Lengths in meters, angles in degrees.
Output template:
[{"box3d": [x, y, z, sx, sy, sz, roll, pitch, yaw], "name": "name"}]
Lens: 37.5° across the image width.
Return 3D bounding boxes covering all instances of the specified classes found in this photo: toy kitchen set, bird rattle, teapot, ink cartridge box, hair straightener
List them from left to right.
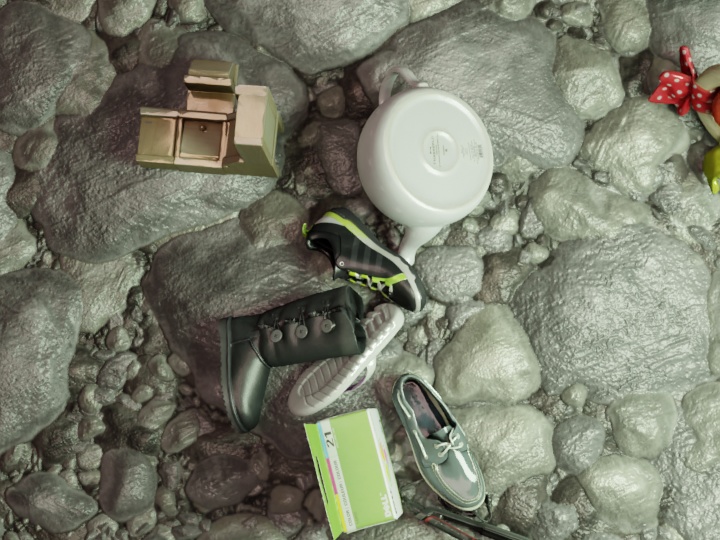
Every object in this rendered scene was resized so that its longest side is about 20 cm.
[{"box3d": [-0.211, -0.231, 1.443, 0.200, 0.180, 0.164, 4, 82, 3], "name": "toy kitchen set"}, {"box3d": [-0.006, 0.254, 1.343, 0.076, 0.200, 0.148, -15, 81, 4], "name": "ink cartridge box"}, {"box3d": [0.070, -0.146, 1.424, 0.197, 0.146, 0.200, 42, 66, -15], "name": "teapot"}, {"box3d": [0.147, 0.327, 1.406, 0.200, 0.041, 0.077, 23, 64, 15], "name": "hair straightener"}, {"box3d": [0.479, -0.212, 1.379, 0.113, 0.163, 0.200, -25, 89, -16], "name": "bird rattle"}]

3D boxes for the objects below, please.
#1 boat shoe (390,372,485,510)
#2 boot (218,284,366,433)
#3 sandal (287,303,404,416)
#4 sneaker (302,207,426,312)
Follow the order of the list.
[{"box3d": [0.101, 0.223, 1.395, 0.073, 0.062, 0.200, -26, 74, -9], "name": "boat shoe"}, {"box3d": [-0.086, 0.120, 1.421, 0.200, 0.066, 0.165, -13, 76, 13], "name": "boot"}, {"box3d": [-0.011, 0.131, 1.435, 0.203, 0.082, 0.050, -43, 123, -1], "name": "sandal"}, {"box3d": [0.000, 0.000, 1.436, 0.083, 0.072, 0.200, -38, 67, -25], "name": "sneaker"}]
